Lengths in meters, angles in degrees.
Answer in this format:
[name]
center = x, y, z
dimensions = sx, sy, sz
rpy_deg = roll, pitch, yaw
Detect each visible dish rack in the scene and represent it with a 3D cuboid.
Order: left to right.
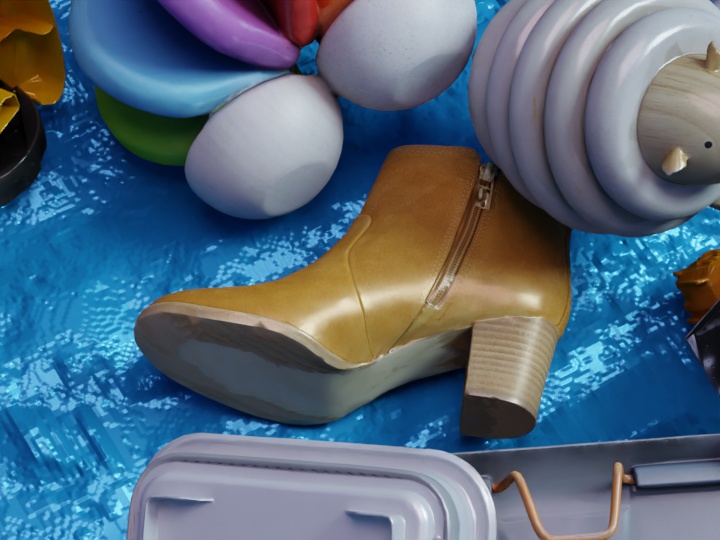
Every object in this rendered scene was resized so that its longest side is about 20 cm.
[dish rack]
center = -0.034, 0.170, 1.204
dimensions = 0.171, 0.044, 0.201
rpy_deg = 3, 86, 26

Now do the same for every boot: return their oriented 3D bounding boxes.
[boot]
center = 0.001, 0.000, 1.381
dimensions = 0.200, 0.071, 0.144
rpy_deg = 11, 53, -3

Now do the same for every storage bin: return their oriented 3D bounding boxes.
[storage bin]
center = 0.088, 0.154, 1.253
dimensions = 0.199, 0.146, 0.135
rpy_deg = -4, 69, -6

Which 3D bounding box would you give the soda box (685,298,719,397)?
[soda box]
center = 0.238, 0.050, 1.294
dimensions = 0.200, 0.063, 0.071
rpy_deg = 14, 37, -43

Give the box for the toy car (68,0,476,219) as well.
[toy car]
center = -0.056, -0.137, 1.387
dimensions = 0.200, 0.150, 0.175
rpy_deg = -39, 65, 9

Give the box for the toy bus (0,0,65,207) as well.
[toy bus]
center = -0.267, -0.080, 1.379
dimensions = 0.191, 0.136, 0.200
rpy_deg = 20, 61, 24

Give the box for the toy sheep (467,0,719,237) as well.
[toy sheep]
center = 0.119, -0.079, 1.359
dimensions = 0.138, 0.138, 0.200
rpy_deg = -41, 30, -24

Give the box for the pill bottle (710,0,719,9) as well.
[pill bottle]
center = 0.238, -0.158, 1.462
dimensions = 0.112, 0.112, 0.200
rpy_deg = 27, 60, 12

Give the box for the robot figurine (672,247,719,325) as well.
[robot figurine]
center = 0.256, -0.016, 1.374
dimensions = 0.199, 0.145, 0.058
rpy_deg = -19, 94, -15
